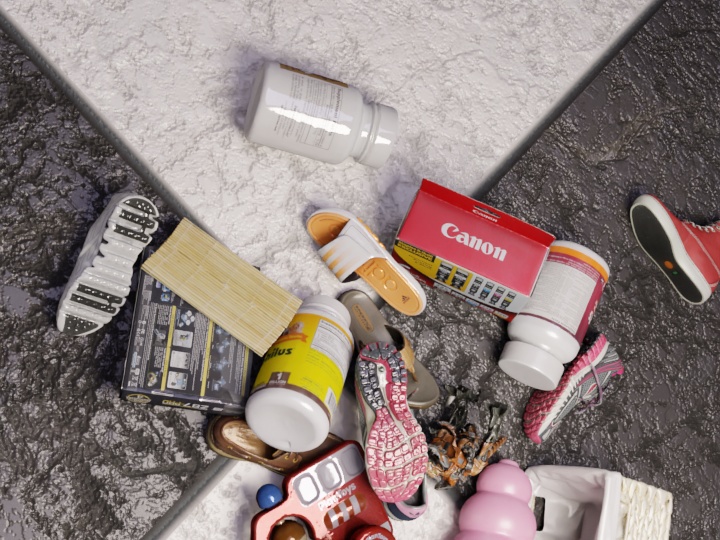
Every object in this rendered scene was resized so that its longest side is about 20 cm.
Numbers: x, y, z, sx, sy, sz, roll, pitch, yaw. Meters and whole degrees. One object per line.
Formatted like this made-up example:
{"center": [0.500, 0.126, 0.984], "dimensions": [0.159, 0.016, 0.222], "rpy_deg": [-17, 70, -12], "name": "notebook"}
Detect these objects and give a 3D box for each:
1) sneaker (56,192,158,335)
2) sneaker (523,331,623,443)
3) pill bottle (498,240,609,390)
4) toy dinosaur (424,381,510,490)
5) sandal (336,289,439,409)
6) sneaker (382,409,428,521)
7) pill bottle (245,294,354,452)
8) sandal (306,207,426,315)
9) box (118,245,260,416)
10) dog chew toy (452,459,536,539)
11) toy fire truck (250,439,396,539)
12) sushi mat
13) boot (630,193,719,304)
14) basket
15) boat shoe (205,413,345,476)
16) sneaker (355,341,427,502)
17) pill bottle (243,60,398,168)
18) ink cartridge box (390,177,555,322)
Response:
{"center": [-0.331, -0.010, 1.239], "dimensions": [0.075, 0.081, 0.201], "rpy_deg": [30, 89, -39], "name": "sneaker"}
{"center": [0.318, 0.180, 1.420], "dimensions": [0.200, 0.081, 0.075], "rpy_deg": [-44, 97, -21], "name": "sneaker"}
{"center": [0.281, 0.066, 1.413], "dimensions": [0.109, 0.109, 0.201], "rpy_deg": [31, 72, -11], "name": "pill bottle"}
{"center": [0.142, 0.233, 1.324], "dimensions": [0.101, 0.200, 0.137], "rpy_deg": [17, 96, 15], "name": "toy dinosaur"}
{"center": [0.039, 0.104, 1.332], "dimensions": [0.081, 0.055, 0.201], "rpy_deg": [-25, 75, -32], "name": "sandal"}
{"center": [0.060, 0.238, 1.317], "dimensions": [0.069, 0.082, 0.202], "rpy_deg": [-7, 79, -21], "name": "sneaker"}
{"center": [-0.072, 0.126, 1.249], "dimensions": [0.109, 0.109, 0.201], "rpy_deg": [31, 42, -11], "name": "pill bottle"}
{"center": [0.005, -0.004, 1.331], "dimensions": [0.206, 0.079, 0.059], "rpy_deg": [41, 42, -2], "name": "sandal"}
{"center": [-0.217, 0.077, 1.245], "dimensions": [0.160, 0.049, 0.202], "rpy_deg": [9, 62, -14], "name": "box"}
{"center": [0.187, 0.360, 1.324], "dimensions": [0.124, 0.124, 0.202], "rpy_deg": [22, 65, -14], "name": "dog chew toy"}
{"center": [-0.057, 0.332, 1.238], "dimensions": [0.199, 0.112, 0.169], "rpy_deg": [-26, 92, -22], "name": "toy fire truck"}
{"center": [-0.178, 0.020, 1.243], "dimensions": [0.199, 0.012, 0.096], "rpy_deg": [35, 58, 6], "name": "sushi mat"}
{"center": [0.527, -0.067, 1.548], "dimensions": [0.144, 0.072, 0.201], "rpy_deg": [-43, 103, -21], "name": "boot"}
{"center": [0.319, 0.350, 1.328], "dimensions": [0.122, 0.200, 0.137], "rpy_deg": [18, 74, -20], "name": "basket"}
{"center": [-0.103, 0.232, 1.269], "dimensions": [0.198, 0.068, 0.073], "rpy_deg": [15, 75, -16], "name": "boat shoe"}
{"center": [0.037, 0.195, 1.243], "dimensions": [0.080, 0.075, 0.202], "rpy_deg": [-4, 79, -10], "name": "sneaker"}
{"center": [-0.054, -0.211, 1.346], "dimensions": [0.198, 0.114, 0.116], "rpy_deg": [14, 75, -16], "name": "pill bottle"}
{"center": [0.148, -0.025, 1.323], "dimensions": [0.198, 0.176, 0.084], "rpy_deg": [24, 72, 5], "name": "ink cartridge box"}
